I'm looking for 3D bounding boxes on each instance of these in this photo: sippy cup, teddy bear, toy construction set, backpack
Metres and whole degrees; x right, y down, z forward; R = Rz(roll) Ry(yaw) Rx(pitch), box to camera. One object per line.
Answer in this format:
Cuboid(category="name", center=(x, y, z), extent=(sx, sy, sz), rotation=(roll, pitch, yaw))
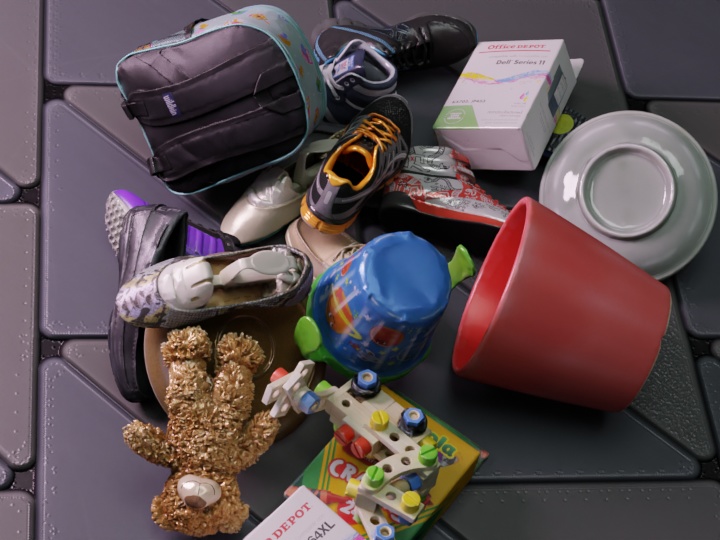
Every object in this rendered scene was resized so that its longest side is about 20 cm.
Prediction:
Cuboid(category="sippy cup", center=(0.027, 0.028, 1.667), extent=(0.139, 0.130, 0.179), rotation=(29, 62, -5))
Cuboid(category="teddy bear", center=(-0.147, 0.152, 1.604), extent=(0.144, 0.067, 0.201), rotation=(26, 75, -18))
Cuboid(category="toy construction set", center=(-0.003, 0.163, 1.605), extent=(0.200, 0.092, 0.131), rotation=(46, 56, 11))
Cuboid(category="backpack", center=(-0.136, -0.192, 1.822), extent=(0.199, 0.177, 0.153), rotation=(-16, 14, 28))

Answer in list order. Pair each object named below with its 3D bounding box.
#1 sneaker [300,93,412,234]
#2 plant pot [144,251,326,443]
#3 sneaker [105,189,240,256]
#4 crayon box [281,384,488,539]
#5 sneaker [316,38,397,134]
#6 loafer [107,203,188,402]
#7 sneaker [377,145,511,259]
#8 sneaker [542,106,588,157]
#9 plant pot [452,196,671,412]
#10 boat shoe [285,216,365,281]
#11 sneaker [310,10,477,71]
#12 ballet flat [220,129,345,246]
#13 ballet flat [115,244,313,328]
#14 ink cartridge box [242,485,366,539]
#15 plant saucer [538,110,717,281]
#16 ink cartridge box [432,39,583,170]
Cuboid(category="sneaker", center=(0.007, -0.126, 1.826), extent=(0.078, 0.077, 0.201), rotation=(28, 54, 3))
Cuboid(category="plant pot", center=(-0.118, 0.078, 1.683), extent=(0.199, 0.027, 0.202), rotation=(6, 78, -26))
Cuboid(category="sneaker", center=(-0.183, -0.019, 1.789), extent=(0.200, 0.070, 0.099), rotation=(44, 51, 17))
Cuboid(category="crayon box", center=(0.029, 0.201, 1.665), extent=(0.127, 0.051, 0.200), rotation=(33, 54, 15))
Cuboid(category="sneaker", center=(-0.052, -0.210, 1.925), extent=(0.198, 0.109, 0.070), rotation=(5, 52, -7))
Cuboid(category="loafer", center=(-0.208, 0.032, 1.694), extent=(0.070, 0.068, 0.202), rotation=(0, 81, 25))
Cuboid(category="sneaker", center=(0.126, -0.078, 1.884), extent=(0.200, 0.067, 0.108), rotation=(15, 54, 4))
Cuboid(category="sneaker", center=(0.271, -0.138, 1.970), extent=(0.199, 0.079, 0.066), rotation=(14, 65, 24))
Cuboid(category="plant pot", center=(0.211, 0.049, 1.740), extent=(0.176, 0.201, 0.201), rotation=(23, 52, -6))
Cuboid(category="boat shoe", center=(0.000, 0.000, 1.803), extent=(0.072, 0.065, 0.200), rotation=(-33, 65, -30))
Cuboid(category="sneaker", center=(0.043, -0.256, 1.994), extent=(0.198, 0.074, 0.082), rotation=(-5, 34, -3))
Cuboid(category="ballet flat", center=(-0.075, -0.098, 1.863), extent=(0.199, 0.070, 0.069), rotation=(-33, 65, -30))
Cuboid(category="ballet flat", center=(-0.137, 0.008, 1.629), extent=(0.199, 0.072, 0.072), rotation=(-9, 55, -21))
Cuboid(category="ink cartridge box", center=(-0.047, 0.308, 1.523), extent=(0.200, 0.126, 0.128), rotation=(38, 56, 18))
Cuboid(category="plant saucer", center=(0.296, -0.084, 1.870), extent=(0.198, 0.050, 0.202), rotation=(-2, 80, 9))
Cuboid(category="ink cartridge box", center=(0.175, -0.207, 1.963), extent=(0.116, 0.068, 0.201), rotation=(2, 46, 30))
